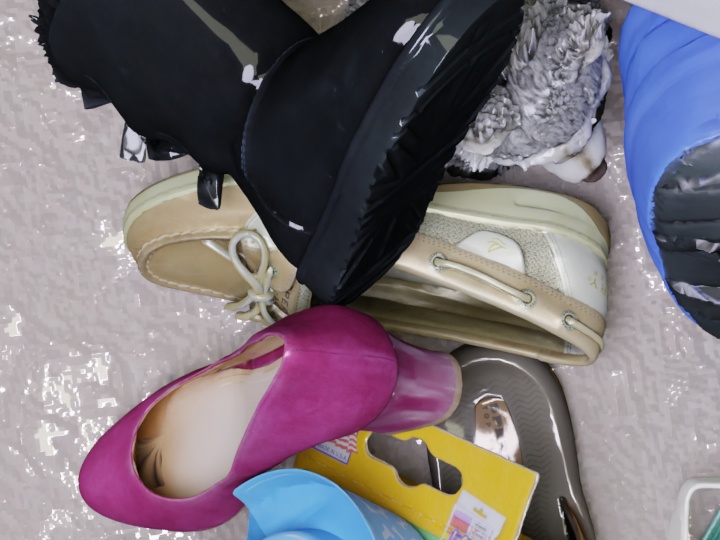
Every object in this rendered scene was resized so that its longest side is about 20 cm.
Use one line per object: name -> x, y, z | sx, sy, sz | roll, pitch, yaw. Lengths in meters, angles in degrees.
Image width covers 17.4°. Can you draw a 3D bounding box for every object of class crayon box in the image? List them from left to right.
crayon box -> 0.011, 0.157, 0.936 | 0.126, 0.052, 0.200 | 22, 96, 44

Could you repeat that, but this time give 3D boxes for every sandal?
sandal -> 0.073, 0.126, 0.964 | 0.082, 0.055, 0.200 | -12, 88, 6

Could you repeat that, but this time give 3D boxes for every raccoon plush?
raccoon plush -> 0.018, -0.102, 0.932 | 0.200, 0.134, 0.097 | 30, 92, 5

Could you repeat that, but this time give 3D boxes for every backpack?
backpack -> 0.199, -0.064, 0.902 | 0.200, 0.163, 0.168 | -17, 48, 9

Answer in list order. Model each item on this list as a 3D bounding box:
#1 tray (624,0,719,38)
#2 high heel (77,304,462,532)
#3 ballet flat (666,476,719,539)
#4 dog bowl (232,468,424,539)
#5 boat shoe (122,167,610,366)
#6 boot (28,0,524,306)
tray -> 0.156, -0.122, 0.842 | 0.107, 0.200, 0.022 | -37, 130, -21
high heel -> -0.062, 0.059, 0.923 | 0.200, 0.096, 0.067 | -13, 70, 39
ballet flat -> 0.168, 0.084, 0.943 | 0.070, 0.067, 0.200 | 22, 93, -21
dog bowl -> -0.046, 0.154, 0.920 | 0.200, 0.050, 0.112 | -33, 60, 33
boat shoe -> 0.001, 0.001, 0.959 | 0.200, 0.073, 0.063 | 6, 60, -1
boot -> -0.037, -0.085, 0.855 | 0.162, 0.198, 0.073 | 44, 60, 11
